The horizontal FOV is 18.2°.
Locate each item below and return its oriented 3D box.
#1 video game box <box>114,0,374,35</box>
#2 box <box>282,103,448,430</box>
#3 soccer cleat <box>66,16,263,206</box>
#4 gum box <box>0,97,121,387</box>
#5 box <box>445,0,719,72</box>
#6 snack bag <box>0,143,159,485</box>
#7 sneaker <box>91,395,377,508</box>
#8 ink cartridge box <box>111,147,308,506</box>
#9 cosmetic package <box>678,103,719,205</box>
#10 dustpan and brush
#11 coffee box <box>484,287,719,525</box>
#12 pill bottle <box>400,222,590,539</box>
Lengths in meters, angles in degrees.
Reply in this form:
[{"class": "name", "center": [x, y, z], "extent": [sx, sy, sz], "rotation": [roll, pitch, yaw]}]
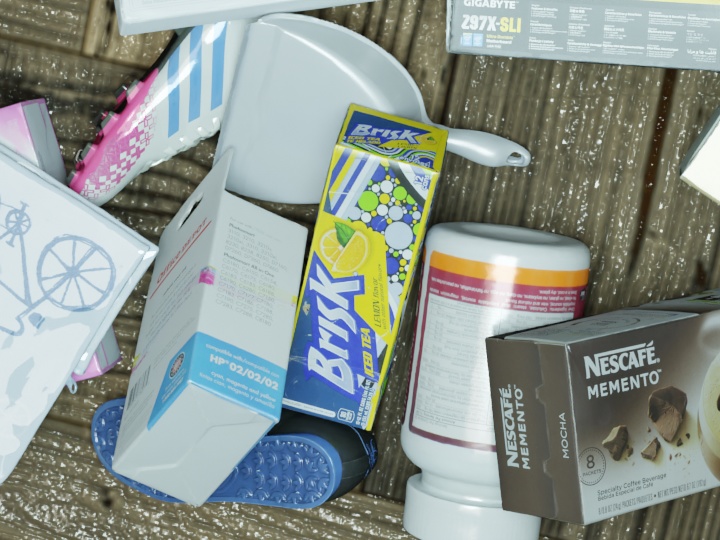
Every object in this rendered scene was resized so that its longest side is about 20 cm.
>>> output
[{"class": "video game box", "center": [-0.071, -0.253, 1.430], "extent": [0.199, 0.047, 0.183], "rotation": [-9, 86, -11]}, {"class": "box", "center": [0.000, 0.000, 1.454], "extent": [0.070, 0.064, 0.201], "rotation": [15, 120, 2]}, {"class": "soccer cleat", "center": [-0.116, -0.107, 1.490], "extent": [0.086, 0.070, 0.200], "rotation": [34, 105, -13]}, {"class": "gum box", "center": [-0.245, -0.004, 1.520], "extent": [0.113, 0.066, 0.201], "rotation": [-16, 95, 9]}, {"class": "box", "center": [0.159, -0.154, 1.399], "extent": [0.199, 0.160, 0.050], "rotation": [5, 97, 8]}, {"class": "snack bag", "center": [-0.259, 0.019, 1.479], "extent": [0.188, 0.021, 0.201], "rotation": [32, 98, 2]}, {"class": "sneaker", "center": [-0.084, 0.120, 1.519], "extent": [0.199, 0.078, 0.071], "rotation": [10, 102, 28]}, {"class": "ink cartridge box", "center": [-0.093, 0.034, 1.446], "extent": [0.068, 0.201, 0.115], "rotation": [24, 137, -19]}, {"class": "cosmetic package", "center": [0.302, -0.036, 1.423], "extent": [0.200, 0.105, 0.071], "rotation": [34, 100, 4]}, {"class": "dustpan and brush", "center": [0.013, -0.091, 1.476], "extent": [0.199, 0.057, 0.140], "rotation": [18, 126, 2]}, {"class": "coffee box", "center": [0.183, 0.081, 1.410], "extent": [0.199, 0.080, 0.114], "rotation": [-9, 97, -35]}, {"class": "pill bottle", "center": [0.084, 0.075, 1.463], "extent": [0.109, 0.110, 0.201], "rotation": [8, 98, 7]}]
